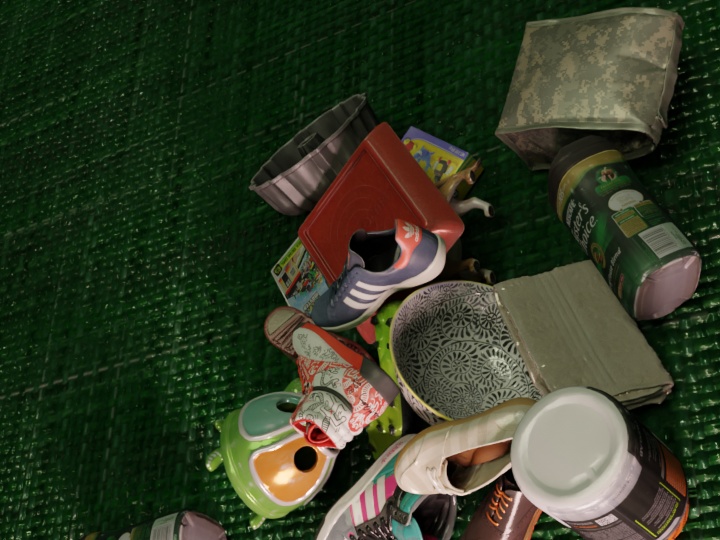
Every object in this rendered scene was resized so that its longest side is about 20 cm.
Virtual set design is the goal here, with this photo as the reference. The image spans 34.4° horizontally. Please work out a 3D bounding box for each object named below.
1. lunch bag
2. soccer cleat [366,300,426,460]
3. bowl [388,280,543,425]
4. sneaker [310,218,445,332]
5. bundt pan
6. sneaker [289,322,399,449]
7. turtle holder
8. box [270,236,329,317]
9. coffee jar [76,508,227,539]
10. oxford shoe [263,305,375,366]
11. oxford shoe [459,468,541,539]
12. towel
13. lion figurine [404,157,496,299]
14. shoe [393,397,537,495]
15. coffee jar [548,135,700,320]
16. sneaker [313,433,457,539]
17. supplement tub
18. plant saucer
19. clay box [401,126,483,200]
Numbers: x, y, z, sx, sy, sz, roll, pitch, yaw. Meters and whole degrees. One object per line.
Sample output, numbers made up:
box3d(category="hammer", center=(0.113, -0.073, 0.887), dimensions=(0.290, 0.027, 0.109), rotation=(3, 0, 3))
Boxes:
box3d(category="lunch bag", center=(0.283, -0.213, 1.371), dimensions=(0.199, 0.117, 0.165), rotation=(1, 66, 41))
box3d(category="soccer cleat", center=(0.051, 0.134, 1.362), dimensions=(0.067, 0.081, 0.201), rotation=(13, 103, 49))
box3d(category="bowl", center=(0.118, 0.116, 1.297), dimensions=(0.094, 0.200, 0.201), rotation=(109, 153, -48))
box3d(category="sneaker", center=(0.000, 0.000, 1.320), dimensions=(0.200, 0.084, 0.075), rotation=(-34, 41, 32))
box3d(category="bundt pan", center=(-0.049, -0.147, 1.565), dimensions=(0.202, 0.076, 0.202), rotation=(-36, 17, 13))
box3d(category="sneaker", center=(-0.051, 0.132, 1.324), dimensions=(0.108, 0.067, 0.201), rotation=(-45, 35, -14))
box3d(category="turtle holder", center=(-0.087, 0.212, 1.402), dimensions=(0.131, 0.185, 0.141), rotation=(-32, 83, 19))
box3d(category="box", center=(-0.029, -0.025, 1.496), dimensions=(0.200, 0.035, 0.110), rotation=(-49, 53, 27))
box3d(category="coffee jar", center=(-0.271, 0.363, 1.456), dimensions=(0.199, 0.104, 0.086), rotation=(-20, 52, 27))
box3d(category="oxford shoe", center=(-0.030, 0.117, 1.449), dimensions=(0.200, 0.075, 0.070), rotation=(40, 82, 23))
box3d(category="oxford shoe", center=(0.153, 0.247, 1.232), dimensions=(0.200, 0.073, 0.071), rotation=(-53, 48, 0))
box3d(category="towel", center=(0.238, 0.075, 1.259), dimensions=(0.132, 0.035, 0.200), rotation=(-13, 49, -10))
box3d(category="lion figurine", center=(0.099, -0.034, 1.421), dimensions=(0.122, 0.072, 0.201), rotation=(-9, 69, 37))
box3d(category="shoe", center=(0.105, 0.189, 1.184), dimensions=(0.200, 0.070, 0.053), rotation=(-34, 23, 37))
box3d(category="coffee jar", center=(0.281, -0.050, 1.265), dimensions=(0.085, 0.104, 0.200), rotation=(-22, 53, -8))
box3d(category="sneaker", center=(0.036, 0.290, 1.292), dimensions=(0.200, 0.084, 0.121), rotation=(-51, 38, -1))
box3d(category="supplement tub", center=(0.237, 0.198, 1.112), dimensions=(0.122, 0.200, 0.123), rotation=(-17, 55, 27))
box3d(category="plant saucer", center=(0.010, -0.049, 1.413), dimensions=(0.200, 0.037, 0.200), rotation=(-52, 51, 25))
box3d(category="clay box", center=(0.057, -0.079, 1.506), dimensions=(0.115, 0.048, 0.200), rotation=(31, 85, 43))
